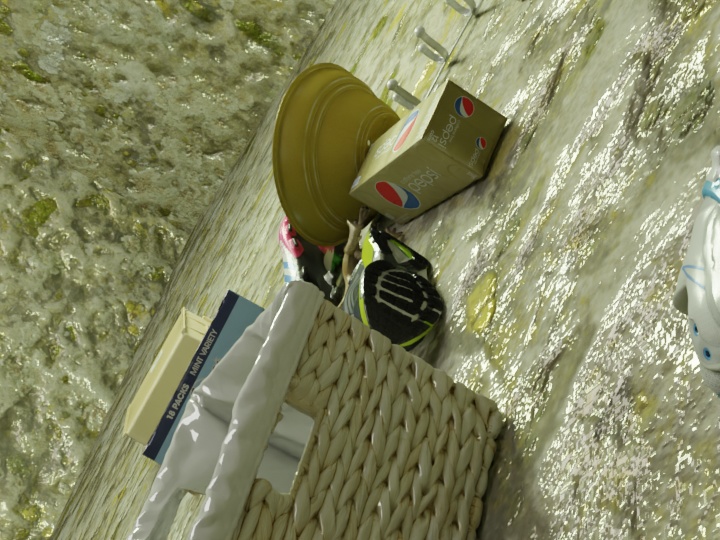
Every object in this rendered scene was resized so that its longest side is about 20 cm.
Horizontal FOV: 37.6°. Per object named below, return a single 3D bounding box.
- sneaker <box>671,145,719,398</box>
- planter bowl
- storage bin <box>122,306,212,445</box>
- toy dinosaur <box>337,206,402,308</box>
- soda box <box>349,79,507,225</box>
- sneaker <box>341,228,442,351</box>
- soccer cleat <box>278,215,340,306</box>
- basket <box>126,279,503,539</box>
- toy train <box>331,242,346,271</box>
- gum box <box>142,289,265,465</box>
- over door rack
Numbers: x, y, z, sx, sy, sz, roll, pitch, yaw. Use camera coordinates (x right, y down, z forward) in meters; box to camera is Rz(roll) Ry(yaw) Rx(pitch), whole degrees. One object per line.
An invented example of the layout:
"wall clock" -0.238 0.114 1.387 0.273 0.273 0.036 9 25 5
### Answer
"sneaker" 0.161 0.018 0.374 0.200 0.074 0.087 -83 17 -76
"planter bowl" -0.003 -0.125 1.152 0.083 0.201 0.202 5 60 35
"storage bin" -0.294 0.180 1.717 0.202 0.093 0.199 -61 12 3
"toy dinosaur" 0.000 0.000 1.082 0.200 0.058 0.102 -71 0 -66
"soda box" 0.059 -0.106 1.003 0.065 0.067 0.200 -64 13 -17
"sneaker" 0.020 0.034 0.886 0.200 0.073 0.082 -78 14 -73
"soccer cleat" -0.066 0.005 1.204 0.201 0.069 0.087 -99 26 -54
"basket" -0.042 0.154 0.641 0.200 0.160 0.200 -43 22 51
"toy train" -0.044 -0.014 1.279 0.056 0.042 0.202 -15 47 58
"gum box" -0.138 0.119 1.065 0.171 0.044 0.200 -62 -9 -8
"over door rack" 0.095 -0.255 1.184 0.149 0.066 0.200 -62 13 1
